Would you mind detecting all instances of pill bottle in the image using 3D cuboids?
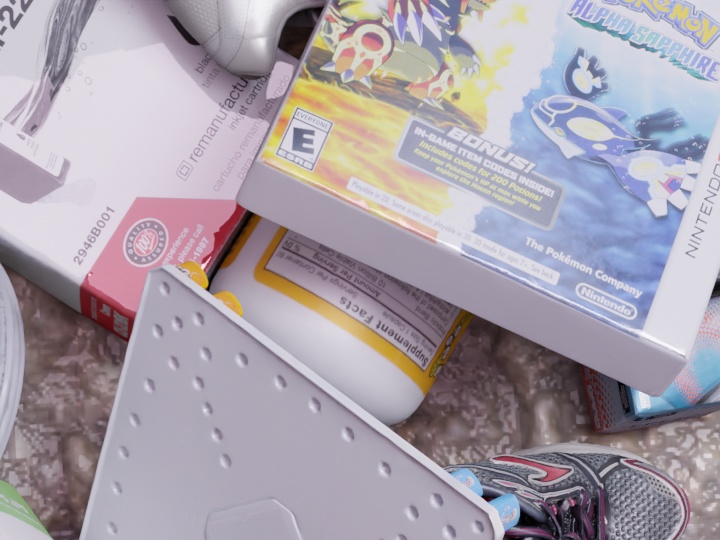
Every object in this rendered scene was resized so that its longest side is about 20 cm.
[{"bbox_3d":[0.000,0.000,1.256,0.113,0.113,0.200,31,80,1],"label":"pill bottle"}]

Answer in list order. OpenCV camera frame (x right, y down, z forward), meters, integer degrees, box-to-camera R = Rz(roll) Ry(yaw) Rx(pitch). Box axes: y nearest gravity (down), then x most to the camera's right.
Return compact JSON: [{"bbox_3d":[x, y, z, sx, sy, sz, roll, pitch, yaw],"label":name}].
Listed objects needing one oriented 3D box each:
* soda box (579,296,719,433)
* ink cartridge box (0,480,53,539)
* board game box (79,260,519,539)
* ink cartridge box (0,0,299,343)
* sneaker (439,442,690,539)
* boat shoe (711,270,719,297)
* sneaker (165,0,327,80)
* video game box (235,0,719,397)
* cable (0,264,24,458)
[{"bbox_3d":[0.128,-0.028,1.290,0.063,0.068,0.201,-9,82,-14],"label":"soda box"},{"bbox_3d":[-0.157,0.190,1.184,0.117,0.067,0.200,-44,58,3],"label":"ink cartridge box"},{"bbox_3d":[-0.034,0.124,1.180,0.200,0.200,0.026,35,37,26],"label":"board game box"},{"bbox_3d":[-0.137,-0.074,1.271,0.200,0.084,0.145,32,79,2],"label":"ink cartridge box"},{"bbox_3d":[0.074,0.121,1.233,0.199,0.075,0.081,-4,86,-37],"label":"sneaker"},{"bbox_3d":[0.102,-0.012,1.211,0.199,0.057,0.069,0,64,-16],"label":"boat shoe"},{"bbox_3d":[-0.010,-0.154,1.254,0.200,0.076,0.092,-36,95,-26],"label":"sneaker"},{"bbox_3d":[0.072,-0.067,1.171,0.199,0.047,0.183,24,58,-4],"label":"video game box"},{"bbox_3d":[-0.237,0.054,1.207,0.200,0.069,0.200,-34,52,10],"label":"cable"}]
